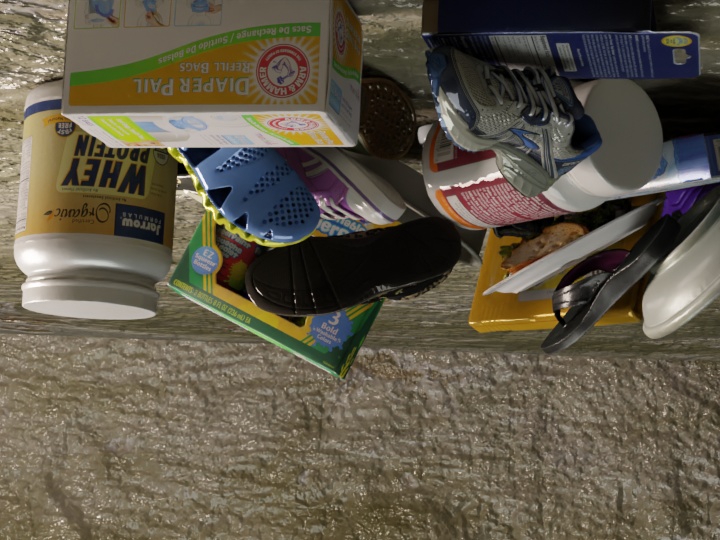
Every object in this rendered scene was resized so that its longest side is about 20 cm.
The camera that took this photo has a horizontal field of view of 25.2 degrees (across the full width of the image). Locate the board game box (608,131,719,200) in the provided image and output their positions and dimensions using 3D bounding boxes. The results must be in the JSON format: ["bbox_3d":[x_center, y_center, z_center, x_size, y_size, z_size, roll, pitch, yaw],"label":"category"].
[{"bbox_3d":[0.302,-0.098,1.457,0.199,0.044,0.199,-10,179,-38],"label":"board game box"}]

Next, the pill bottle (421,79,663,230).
[{"bbox_3d":[0.155,-0.102,1.391,0.114,0.115,0.200,9,169,-36],"label":"pill bottle"}]

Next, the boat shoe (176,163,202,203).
[{"bbox_3d":[-0.187,-0.109,1.623,0.201,0.074,0.063,9,137,30],"label":"boat shoe"}]

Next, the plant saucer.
[{"bbox_3d":[0.321,-0.026,1.503,0.050,0.200,0.200,42,166,-3],"label":"plant saucer"}]

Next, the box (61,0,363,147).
[{"bbox_3d":[-0.106,-0.151,1.189,0.199,0.102,0.112,1,171,11],"label":"box"}]

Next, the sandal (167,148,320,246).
[{"bbox_3d":[-0.111,-0.103,1.371,0.200,0.080,0.087,43,145,0],"label":"sandal"}]

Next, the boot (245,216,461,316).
[{"bbox_3d":[0.000,0.000,1.514,0.199,0.074,0.151,-16,175,5],"label":"boot"}]

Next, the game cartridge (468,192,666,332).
[{"bbox_3d":[0.215,-0.023,1.680,0.199,0.177,0.032,-5,149,38],"label":"game cartridge"}]

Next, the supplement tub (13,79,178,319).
[{"bbox_3d":[-0.240,-0.062,1.471,0.144,0.201,0.144,2,171,0],"label":"supplement tub"}]

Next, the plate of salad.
[{"bbox_3d":[0.201,-0.031,1.551,0.199,0.048,0.200,-28,175,-3],"label":"plate of salad"}]

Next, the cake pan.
[{"bbox_3d":[0.044,-0.070,1.609,0.200,0.037,0.200,31,175,3],"label":"cake pan"}]

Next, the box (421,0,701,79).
[{"bbox_3d":[0.153,-0.172,1.206,0.199,0.033,0.121,3,171,13],"label":"box"}]

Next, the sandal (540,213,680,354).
[{"bbox_3d":[0.229,0.006,1.543,0.048,0.075,0.201,38,129,-2],"label":"sandal"}]

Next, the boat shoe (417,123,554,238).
[{"bbox_3d":[0.131,-0.085,1.568,0.071,0.091,0.200,-7,167,43],"label":"boat shoe"}]

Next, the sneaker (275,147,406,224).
[{"bbox_3d":[-0.043,-0.059,1.450,0.073,0.115,0.200,33,-178,-40],"label":"sneaker"}]

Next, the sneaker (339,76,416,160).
[{"bbox_3d":[-0.033,-0.143,1.381,0.090,0.067,0.200,15,-177,30],"label":"sneaker"}]

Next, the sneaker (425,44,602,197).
[{"bbox_3d":[0.119,-0.127,1.216,0.085,0.077,0.200,-24,152,25],"label":"sneaker"}]

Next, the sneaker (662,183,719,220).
[{"bbox_3d":[0.365,-0.055,1.665,0.200,0.100,0.069,-7,165,44],"label":"sneaker"}]

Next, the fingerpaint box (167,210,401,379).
[{"bbox_3d":[-0.069,-0.009,1.654,0.199,0.167,0.073,28,174,9],"label":"fingerpaint box"}]
